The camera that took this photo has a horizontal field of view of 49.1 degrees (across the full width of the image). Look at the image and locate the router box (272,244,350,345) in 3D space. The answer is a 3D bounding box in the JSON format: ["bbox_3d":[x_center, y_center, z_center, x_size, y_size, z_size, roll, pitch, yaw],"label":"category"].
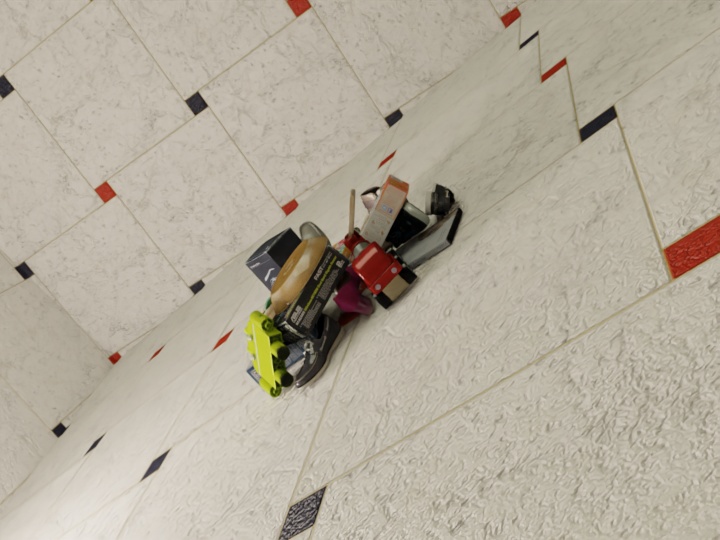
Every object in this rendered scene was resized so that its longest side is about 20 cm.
[{"bbox_3d":[-0.114,0.056,1.703,0.201,0.062,0.150,-62,13,-22],"label":"router box"}]

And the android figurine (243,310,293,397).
[{"bbox_3d":[-0.202,0.175,1.689,0.041,0.184,0.200,-15,22,-27],"label":"android figurine"}]

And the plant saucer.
[{"bbox_3d":[-0.143,0.002,1.717,0.201,0.035,0.201,-52,15,19],"label":"plant saucer"}]

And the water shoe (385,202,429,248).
[{"bbox_3d":[0.105,-0.094,1.799,0.079,0.071,0.200,-55,-2,-10],"label":"water shoe"}]

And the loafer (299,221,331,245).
[{"bbox_3d":[-0.100,-0.038,1.988,0.070,0.201,0.070,-32,-13,9],"label":"loafer"}]

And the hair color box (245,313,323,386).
[{"bbox_3d":[-0.167,0.174,1.820,0.199,0.061,0.100,-38,14,17],"label":"hair color box"}]

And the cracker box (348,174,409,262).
[{"bbox_3d":[0.043,-0.112,1.803,0.134,0.057,0.201,-75,11,-75],"label":"cracker box"}]

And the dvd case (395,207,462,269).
[{"bbox_3d":[0.135,-0.052,1.740,0.199,0.018,0.143,-34,17,34],"label":"dvd case"}]

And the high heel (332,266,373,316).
[{"bbox_3d":[-0.045,0.031,1.714,0.068,0.095,0.200,-55,32,18],"label":"high heel"}]

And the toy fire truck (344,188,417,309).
[{"bbox_3d":[0.017,-0.048,1.632,0.129,0.200,0.176,-45,21,6],"label":"toy fire truck"}]

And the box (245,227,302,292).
[{"bbox_3d":[-0.182,0.005,2.076,0.104,0.200,0.148,-48,15,-30],"label":"box"}]

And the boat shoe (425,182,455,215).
[{"bbox_3d":[0.190,-0.164,1.833,0.060,0.075,0.200,3,8,11],"label":"boat shoe"}]

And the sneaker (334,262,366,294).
[{"bbox_3d":[0.000,0.000,1.872,0.084,0.075,0.201,-29,24,25],"label":"sneaker"}]

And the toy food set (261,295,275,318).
[{"bbox_3d":[-0.188,0.107,1.912,0.198,0.049,0.201,-39,-25,-25],"label":"toy food set"}]

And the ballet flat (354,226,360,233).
[{"bbox_3d":[-0.013,-0.050,2.087,0.072,0.072,0.201,-32,17,37],"label":"ballet flat"}]

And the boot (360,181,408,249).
[{"bbox_3d":[0.050,-0.134,1.952,0.199,0.146,0.070,-30,16,42],"label":"boot"}]

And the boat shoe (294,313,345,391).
[{"bbox_3d":[-0.098,0.167,1.640,0.072,0.063,0.200,-30,19,39],"label":"boat shoe"}]

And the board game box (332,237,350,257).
[{"bbox_3d":[-0.074,0.001,1.873,0.095,0.030,0.201,-31,27,41],"label":"board game box"}]
